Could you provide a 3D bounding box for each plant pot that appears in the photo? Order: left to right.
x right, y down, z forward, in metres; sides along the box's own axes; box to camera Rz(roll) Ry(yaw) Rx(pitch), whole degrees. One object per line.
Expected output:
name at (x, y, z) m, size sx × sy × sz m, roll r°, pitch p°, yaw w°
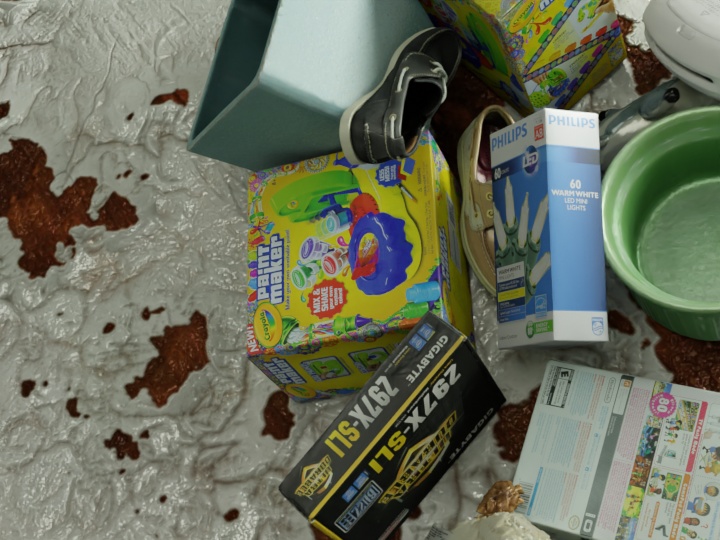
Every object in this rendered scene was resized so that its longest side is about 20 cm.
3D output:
plant pot at (-0.031, -0.195, 1.245) m, size 0.196 × 0.199 × 0.197 m, roll -28°, pitch 43°, yaw 59°

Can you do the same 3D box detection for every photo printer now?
photo printer at (0.374, -0.229, 1.145) m, size 0.199 × 0.070 × 0.167 m, roll -23°, pitch 38°, yaw -9°

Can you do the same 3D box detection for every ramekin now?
ramekin at (0.315, -0.036, 1.099) m, size 0.198 × 0.098 × 0.202 m, roll -9°, pitch 61°, yaw 17°

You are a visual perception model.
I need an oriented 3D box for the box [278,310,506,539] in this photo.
box at (0.033, 0.150, 1.082) m, size 0.049 × 0.160 × 0.200 m, roll 37°, pitch 81°, yaw 32°

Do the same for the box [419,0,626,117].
box at (0.140, -0.280, 1.227) m, size 0.122 × 0.193 × 0.200 m, roll -41°, pitch 57°, yaw -3°

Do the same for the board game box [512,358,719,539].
board game box at (0.240, 0.169, 1.047) m, size 0.199 × 0.064 × 0.149 m, roll 10°, pitch 70°, yaw 27°

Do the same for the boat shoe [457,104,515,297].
boat shoe at (0.134, -0.068, 1.192) m, size 0.073 × 0.067 × 0.201 m, roll -5°, pitch 63°, yaw -13°

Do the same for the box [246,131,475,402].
box at (0.000, 0.000, 1.193) m, size 0.191 × 0.122 × 0.202 m, roll -12°, pitch 60°, yaw 16°

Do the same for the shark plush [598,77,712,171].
shark plush at (0.254, -0.129, 1.213) m, size 0.199 × 0.091 × 0.084 m, roll -31°, pitch 35°, yaw 29°

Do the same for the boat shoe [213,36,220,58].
boat shoe at (-0.116, -0.183, 1.360) m, size 0.075 × 0.072 × 0.201 m, roll -33°, pitch 57°, yaw 3°

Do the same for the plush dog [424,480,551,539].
plush dog at (0.135, 0.278, 0.986) m, size 0.200 × 0.172 × 0.161 m, roll -33°, pitch 12°, yaw 39°

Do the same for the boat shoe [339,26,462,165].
boat shoe at (0.055, -0.164, 1.151) m, size 0.067 × 0.072 × 0.200 m, roll -3°, pitch 35°, yaw 36°

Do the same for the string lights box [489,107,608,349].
string lights box at (0.167, -0.033, 1.104) m, size 0.058 × 0.103 × 0.202 m, roll 2°, pitch 81°, yaw -22°
